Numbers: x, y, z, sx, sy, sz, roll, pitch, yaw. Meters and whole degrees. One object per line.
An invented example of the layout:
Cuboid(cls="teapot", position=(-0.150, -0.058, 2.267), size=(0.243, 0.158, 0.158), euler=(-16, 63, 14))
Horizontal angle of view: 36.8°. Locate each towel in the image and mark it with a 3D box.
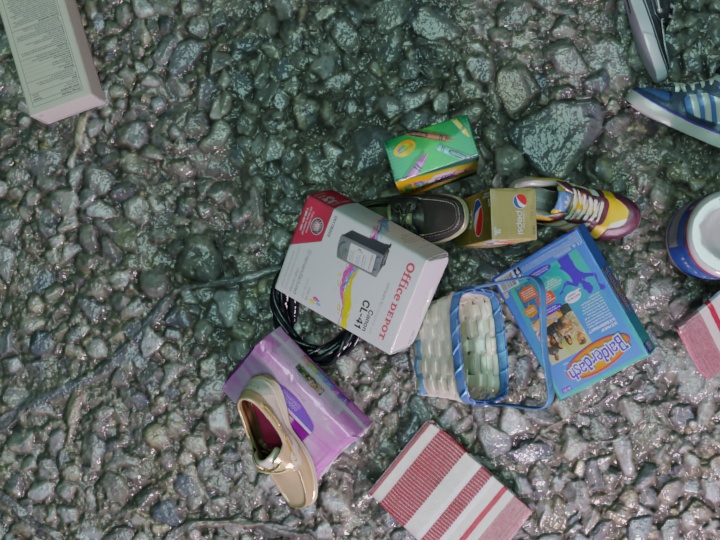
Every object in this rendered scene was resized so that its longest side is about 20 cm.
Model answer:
Cuboid(cls="towel", position=(0.129, 0.334, 1.565), size=(0.199, 0.023, 0.145), euler=(41, 94, 7))
Cuboid(cls="towel", position=(0.530, 0.050, 1.495), size=(0.199, 0.144, 0.023), euler=(-40, 44, 2))

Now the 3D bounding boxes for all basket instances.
Cuboid(cls="basket", position=(0.171, 0.100, 1.499), size=(0.198, 0.138, 0.180), euler=(-4, 88, 40))

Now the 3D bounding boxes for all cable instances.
Cuboid(cls="cable", position=(-0.055, 0.041, 1.579), size=(0.162, 0.051, 0.201), euler=(38, 93, 5))

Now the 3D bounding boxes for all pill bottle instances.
Cuboid(cls="pill bottle", position=(0.474, -0.044, 1.460), size=(0.110, 0.200, 0.115), euler=(0, 88, 5))

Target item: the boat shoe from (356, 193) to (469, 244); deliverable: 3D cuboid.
Cuboid(cls="boat shoe", position=(0.056, -0.070, 1.525), size=(0.198, 0.066, 0.073), euler=(0, 93, 36))

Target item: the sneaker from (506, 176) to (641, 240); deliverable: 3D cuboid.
Cuboid(cls="sneaker", position=(0.301, -0.087, 1.531), size=(0.196, 0.090, 0.077), euler=(8, 89, 5))

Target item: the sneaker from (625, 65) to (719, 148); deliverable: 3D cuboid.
Cuboid(cls="sneaker", position=(0.486, -0.260, 1.513), size=(0.197, 0.081, 0.149), euler=(23, 103, -2))

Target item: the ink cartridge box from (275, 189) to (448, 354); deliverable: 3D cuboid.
Cuboid(cls="ink cartridge box", position=(0.000, 0.000, 1.481), size=(0.198, 0.085, 0.150), euler=(28, 108, 21))

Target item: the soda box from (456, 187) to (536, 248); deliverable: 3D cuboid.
Cuboid(cls="soda box", position=(0.182, -0.069, 1.484), size=(0.063, 0.200, 0.069), euler=(-2, 88, -8))

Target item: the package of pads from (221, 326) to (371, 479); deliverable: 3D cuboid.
Cuboid(cls="package of pads", position=(-0.093, 0.194, 1.551), size=(0.200, 0.076, 0.121), euler=(44, 118, 5))

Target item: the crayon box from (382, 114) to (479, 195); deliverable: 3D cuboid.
Cuboid(cls="crayon box", position=(0.099, -0.154, 1.495), size=(0.117, 0.200, 0.059), euler=(-18, 86, 4))

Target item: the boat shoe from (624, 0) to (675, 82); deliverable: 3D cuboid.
Cuboid(cls="boat shoe", position=(0.417, -0.371, 1.542), size=(0.067, 0.072, 0.204), euler=(-15, 80, 6))

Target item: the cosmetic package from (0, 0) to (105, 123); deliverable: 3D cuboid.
Cuboid(cls="cosmetic package", position=(-0.461, -0.334, 1.612), size=(0.102, 0.073, 0.204), euler=(-17, 88, 4))

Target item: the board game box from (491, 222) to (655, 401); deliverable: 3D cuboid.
Cuboid(cls="board game box", position=(0.298, 0.060, 1.523), size=(0.151, 0.045, 0.202), euler=(-31, 85, 29))

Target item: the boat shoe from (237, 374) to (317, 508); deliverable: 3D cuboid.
Cuboid(cls="boat shoe", position=(-0.122, 0.248, 1.501), size=(0.073, 0.069, 0.203), euler=(-16, 102, 31))
